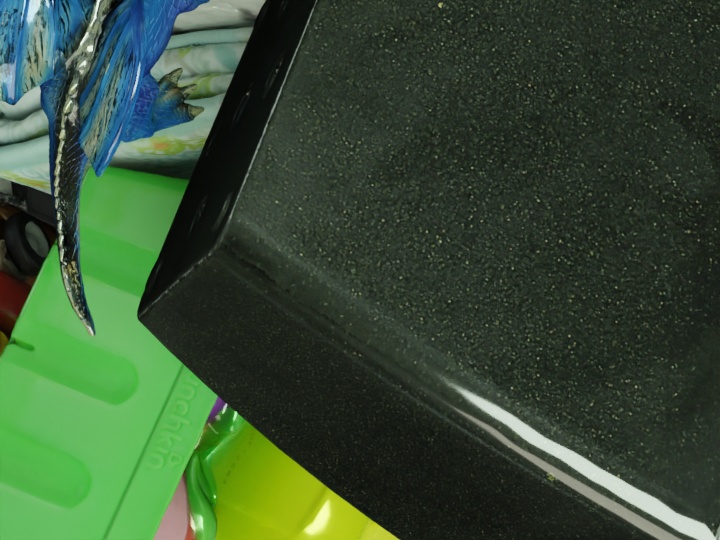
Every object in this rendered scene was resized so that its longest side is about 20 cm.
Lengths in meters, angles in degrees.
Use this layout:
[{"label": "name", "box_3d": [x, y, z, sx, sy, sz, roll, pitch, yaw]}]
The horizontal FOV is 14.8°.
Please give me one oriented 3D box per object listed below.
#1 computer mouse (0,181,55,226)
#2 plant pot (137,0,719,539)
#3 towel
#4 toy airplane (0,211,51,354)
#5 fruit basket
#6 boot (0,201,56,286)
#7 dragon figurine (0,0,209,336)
[{"label": "computer mouse", "box_3d": [-0.160, -0.046, 1.258, 0.199, 0.034, 0.059, 21, -177, -39]}, {"label": "plant pot", "box_3d": [0.037, -0.017, 0.938, 0.176, 0.201, 0.199, 24, 164, -10]}, {"label": "towel", "box_3d": [-0.052, -0.045, 1.158, 0.199, 0.049, 0.171, -3, 160, 43]}, {"label": "toy airplane", "box_3d": [-0.141, 0.088, 1.302, 0.198, 0.142, 0.201, 12, 126, -6]}, {"label": "fruit basket", "box_3d": [-0.051, 0.077, 1.131, 0.214, 0.217, 0.156, 10, 168, 1]}, {"label": "boot", "box_3d": [-0.110, 0.009, 1.375, 0.154, 0.074, 0.199, 29, 152, -36]}, {"label": "dragon figurine", "box_3d": [-0.088, -0.071, 0.899, 0.059, 0.201, 0.099, 28, -161, 11]}]
